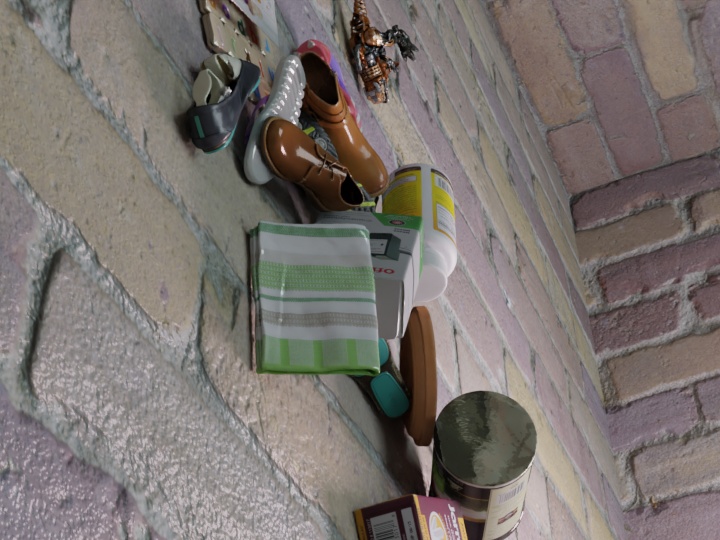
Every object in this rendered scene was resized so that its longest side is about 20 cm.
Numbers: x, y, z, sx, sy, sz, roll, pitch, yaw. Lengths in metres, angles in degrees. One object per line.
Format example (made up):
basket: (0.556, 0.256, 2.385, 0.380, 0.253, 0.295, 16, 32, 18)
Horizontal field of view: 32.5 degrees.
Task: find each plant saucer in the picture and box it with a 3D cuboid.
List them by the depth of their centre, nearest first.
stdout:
plant saucer: (0.081, 0.153, 1.790, 0.200, 0.032, 0.203, 180, -90, -84)

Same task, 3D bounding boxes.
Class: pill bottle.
pill bottle: (0.084, -0.054, 1.789, 0.202, 0.108, 0.110, -89, 155, -45)

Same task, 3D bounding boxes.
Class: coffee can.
coffee can: (0.172, 0.285, 1.762, 0.201, 0.144, 0.148, 89, -3, -54)

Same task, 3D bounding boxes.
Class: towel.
towel: (-0.053, 0.029, 1.437, 0.031, 0.147, 0.202, 102, -15, -55)

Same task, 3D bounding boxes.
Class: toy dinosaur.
toy dinosaur: (0.026, -0.393, 2.165, 0.135, 0.101, 0.203, -4, 99, -55)

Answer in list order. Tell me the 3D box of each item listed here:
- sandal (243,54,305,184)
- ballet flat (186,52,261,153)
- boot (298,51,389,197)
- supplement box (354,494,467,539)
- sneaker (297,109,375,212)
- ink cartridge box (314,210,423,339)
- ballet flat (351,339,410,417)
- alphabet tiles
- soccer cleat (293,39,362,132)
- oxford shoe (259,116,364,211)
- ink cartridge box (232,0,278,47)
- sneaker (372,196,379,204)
sandal: (-0.118, -0.189, 1.579, 0.083, 0.049, 0.204, 67, 34, -45)
ballet flat: (-0.163, -0.213, 1.444, 0.201, 0.072, 0.074, -77, 146, -54)
boot: (-0.030, -0.199, 1.698, 0.200, 0.073, 0.155, 49, -13, 10)
supplement box: (0.075, 0.358, 1.605, 0.200, 0.085, 0.112, 29, 46, -66)
sneaker: (-0.063, -0.132, 1.696, 0.201, 0.075, 0.076, 56, -23, -14)
ink cartridge box: (0.000, 0.000, 1.585, 0.200, 0.144, 0.085, -71, 164, -63)
ballet flat: (0.014, 0.125, 1.697, 0.076, 0.067, 0.201, 59, -2, 44)
alphabet tiles: (-0.159, -0.305, 1.624, 0.200, 0.014, 0.198, 27, 46, -67)
soccer cleat: (-0.037, -0.254, 1.838, 0.076, 0.066, 0.202, 5, 56, -61)
oxford shoe: (-0.058, -0.136, 1.568, 0.200, 0.071, 0.072, 38, 64, -51)
ink cartridge box: (-0.171, -0.411, 1.642, 0.162, 0.050, 0.203, 37, 42, -61)
sneaker: (-0.016, -0.087, 1.800, 0.080, 0.073, 0.202, 34, 36, -32)
